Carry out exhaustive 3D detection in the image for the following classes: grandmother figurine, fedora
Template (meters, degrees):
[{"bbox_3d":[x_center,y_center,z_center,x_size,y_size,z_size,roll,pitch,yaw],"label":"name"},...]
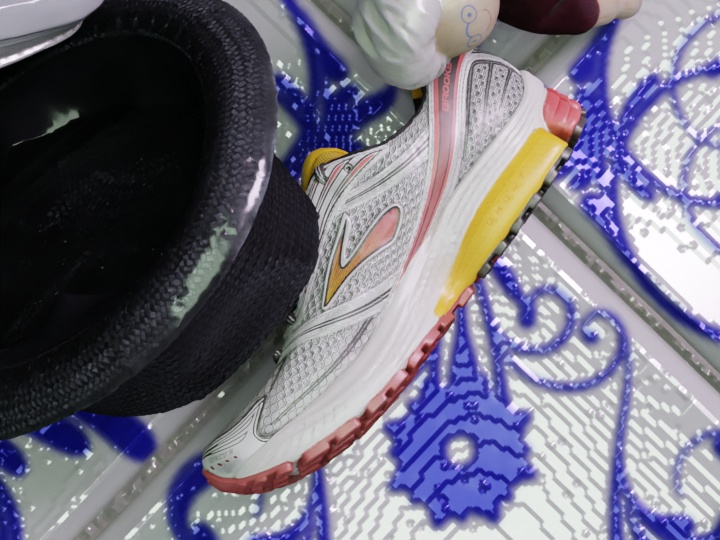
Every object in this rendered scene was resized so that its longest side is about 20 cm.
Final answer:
[{"bbox_3d":[0.081,-0.135,1.075,0.200,0.061,0.121,-34,123,-15],"label":"grandmother figurine"},{"bbox_3d":[-0.087,-0.007,1.058,0.092,0.200,0.201,34,88,-41],"label":"fedora"}]

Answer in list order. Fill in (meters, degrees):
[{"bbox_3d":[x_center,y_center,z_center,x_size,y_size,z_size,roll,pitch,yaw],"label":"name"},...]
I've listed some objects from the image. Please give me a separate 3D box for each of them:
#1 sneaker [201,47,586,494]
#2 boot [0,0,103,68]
[{"bbox_3d":[0.000,0.000,1.097,0.082,0.078,0.200,35,79,2],"label":"sneaker"},{"bbox_3d":[-0.186,-0.062,1.047,0.199,0.074,0.096,-13,127,-14],"label":"boot"}]
